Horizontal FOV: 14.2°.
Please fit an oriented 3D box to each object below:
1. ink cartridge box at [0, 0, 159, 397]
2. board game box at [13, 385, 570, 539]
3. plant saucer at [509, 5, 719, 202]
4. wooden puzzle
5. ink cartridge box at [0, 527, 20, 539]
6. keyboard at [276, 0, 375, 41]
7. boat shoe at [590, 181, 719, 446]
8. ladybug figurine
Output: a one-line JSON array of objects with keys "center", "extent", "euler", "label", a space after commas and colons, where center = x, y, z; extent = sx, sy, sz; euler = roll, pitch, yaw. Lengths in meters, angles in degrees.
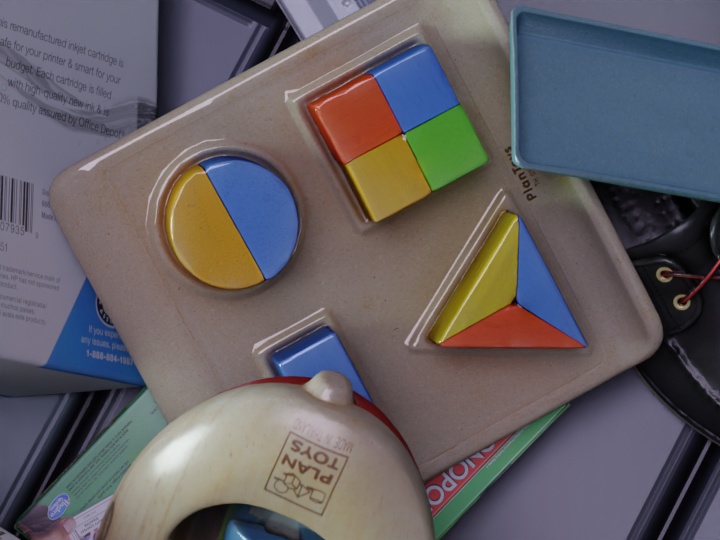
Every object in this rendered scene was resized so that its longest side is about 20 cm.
[{"center": [-0.158, -0.055, 1.211], "extent": [0.084, 0.145, 0.200], "euler": [-6, 78, 33], "label": "ink cartridge box"}, {"center": [-0.029, 0.081, 1.218], "extent": [0.135, 0.029, 0.200], "euler": [45, 88, -4], "label": "board game box"}, {"center": [0.147, -0.058, 1.186], "extent": [0.200, 0.019, 0.070], "euler": [9, 69, -25], "label": "plant saucer"}, {"center": [0.000, 0.000, 1.170], "extent": [0.200, 0.046, 0.185], "euler": [-28, 99, -1], "label": "wooden puzzle"}, {"center": [-0.204, 0.092, 1.168], "extent": [0.146, 0.200, 0.048], "euler": [31, 103, 12], "label": "ink cartridge box"}, {"center": [-0.006, -0.122, 1.279], "extent": [0.056, 0.011, 0.200], "euler": [-31, 78, -3], "label": "keyboard"}, {"center": [0.132, -0.004, 1.212], "extent": [0.074, 0.063, 0.201], "euler": [-32, 79, -1], "label": "boat shoe"}, {"center": [-0.035, 0.117, 1.141], "extent": [0.136, 0.072, 0.200], "euler": [25, 121, 2], "label": "ladybug figurine"}]
